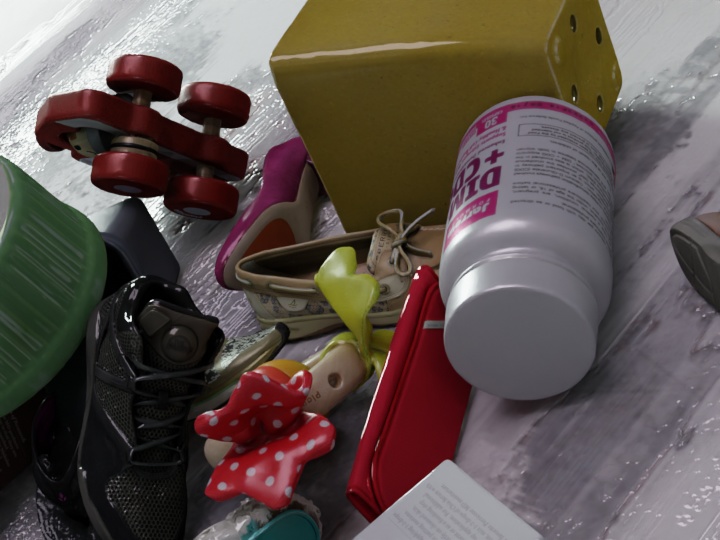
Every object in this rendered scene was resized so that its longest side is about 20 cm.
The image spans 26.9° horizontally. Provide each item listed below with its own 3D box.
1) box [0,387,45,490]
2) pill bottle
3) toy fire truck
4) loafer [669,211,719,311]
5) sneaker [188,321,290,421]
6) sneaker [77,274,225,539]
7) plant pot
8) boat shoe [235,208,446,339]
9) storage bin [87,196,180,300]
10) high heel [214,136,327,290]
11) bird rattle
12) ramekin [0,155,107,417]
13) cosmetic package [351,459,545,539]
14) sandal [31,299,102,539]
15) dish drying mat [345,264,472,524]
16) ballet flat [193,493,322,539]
[{"bbox_3d":[-0.328,0.148,1.137,0.100,0.075,0.200,-8,20,30],"label":"box"},{"bbox_3d":[0.111,-0.017,0.996,0.113,0.114,0.201,-17,34,22],"label":"pill bottle"},{"bbox_3d":[-0.202,-0.112,1.340,0.167,0.199,0.113,-4,75,42],"label":"toy fire truck"},{"bbox_3d":[0.252,0.008,0.888,0.063,0.072,0.200,-26,28,-5],"label":"loafer"},{"bbox_3d":[-0.149,0.067,1.112,0.199,0.089,0.077,-22,11,15],"label":"sneaker"},{"bbox_3d":[-0.141,0.094,1.012,0.114,0.076,0.201,-40,48,55],"label":"sneaker"},{"bbox_3d":[0.084,-0.147,1.143,0.199,0.195,0.196,-3,41,29],"label":"plant pot"},{"bbox_3d":[0.000,0.000,1.119,0.199,0.063,0.073,-17,34,22],"label":"boat shoe"},{"bbox_3d":[-0.252,0.015,1.261,0.199,0.146,0.135,-22,22,16],"label":"storage bin"},{"bbox_3d":[-0.081,-0.046,1.250,0.096,0.068,0.200,8,33,33],"label":"high heel"},{"bbox_3d":[-0.040,0.092,0.992,0.200,0.113,0.163,-49,8,-37],"label":"bird rattle"},{"bbox_3d":[-0.295,0.007,1.103,0.199,0.098,0.201,-18,49,21],"label":"ramekin"},{"bbox_3d":[0.012,0.207,0.811,0.200,0.071,0.101,-38,32,-11],"label":"cosmetic package"},{"bbox_3d":[-0.208,0.114,1.072,0.075,0.048,0.202,-16,67,23],"label":"sandal"},{"bbox_3d":[0.039,0.086,0.950,0.018,0.077,0.200,-21,32,32],"label":"dish drying mat"},{"bbox_3d":[-0.110,0.205,0.931,0.200,0.072,0.072,-34,30,-19],"label":"ballet flat"}]
